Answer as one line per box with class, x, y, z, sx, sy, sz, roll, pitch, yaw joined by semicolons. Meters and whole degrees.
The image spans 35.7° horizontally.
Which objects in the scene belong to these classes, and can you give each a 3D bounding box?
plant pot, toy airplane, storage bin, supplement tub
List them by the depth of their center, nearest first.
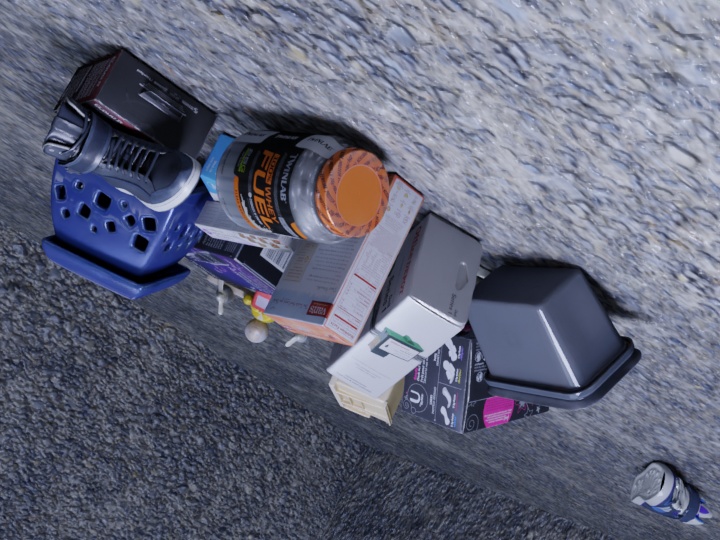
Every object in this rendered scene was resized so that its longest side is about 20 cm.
supplement tub;-0.067;-0.097;1.288;0.199;0.123;0.122;11;160;48
storage bin;0.226;0.066;1.361;0.199;0.145;0.135;5;128;59
plant pot;-0.333;-0.075;1.619;0.199;0.181;0.200;23;-166;10
storage bin;0.041;0.123;1.749;0.093;0.201;0.199;22;166;10
toy airplane;-0.174;0.070;2.088;0.199;0.142;0.199;12;161;47

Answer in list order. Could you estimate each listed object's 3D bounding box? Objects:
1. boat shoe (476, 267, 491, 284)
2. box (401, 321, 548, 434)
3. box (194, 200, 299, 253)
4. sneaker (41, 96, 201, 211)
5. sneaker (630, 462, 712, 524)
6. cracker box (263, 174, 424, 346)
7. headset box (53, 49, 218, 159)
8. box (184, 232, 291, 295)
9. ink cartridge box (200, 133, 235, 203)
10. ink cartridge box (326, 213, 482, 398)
boat shoe;0.097;0.005;1.493;0.200;0.061;0.072;25;167;7
box;0.164;0.131;1.530;0.114;0.133;0.199;13;-167;42
box;-0.146;-0.058;1.473;0.199;0.042;0.039;10;159;49
sneaker;-0.291;-0.139;1.328;0.201;0.077;0.146;13;164;46
sneaker;0.600;0.422;2.092;0.145;0.081;0.200;18;163;2
cracker box;-0.021;-0.017;1.333;0.058;0.201;0.134;35;165;-33
headset box;-0.285;-0.200;1.423;0.148;0.078;0.199;33;165;-27
box;-0.194;-0.046;1.768;0.199;0.105;0.148;13;162;44
ink cartridge box;-0.103;-0.096;1.482;0.199;0.067;0.116;24;166;12
ink cartridge box;0.054;0.045;1.387;0.084;0.147;0.200;30;136;-14
